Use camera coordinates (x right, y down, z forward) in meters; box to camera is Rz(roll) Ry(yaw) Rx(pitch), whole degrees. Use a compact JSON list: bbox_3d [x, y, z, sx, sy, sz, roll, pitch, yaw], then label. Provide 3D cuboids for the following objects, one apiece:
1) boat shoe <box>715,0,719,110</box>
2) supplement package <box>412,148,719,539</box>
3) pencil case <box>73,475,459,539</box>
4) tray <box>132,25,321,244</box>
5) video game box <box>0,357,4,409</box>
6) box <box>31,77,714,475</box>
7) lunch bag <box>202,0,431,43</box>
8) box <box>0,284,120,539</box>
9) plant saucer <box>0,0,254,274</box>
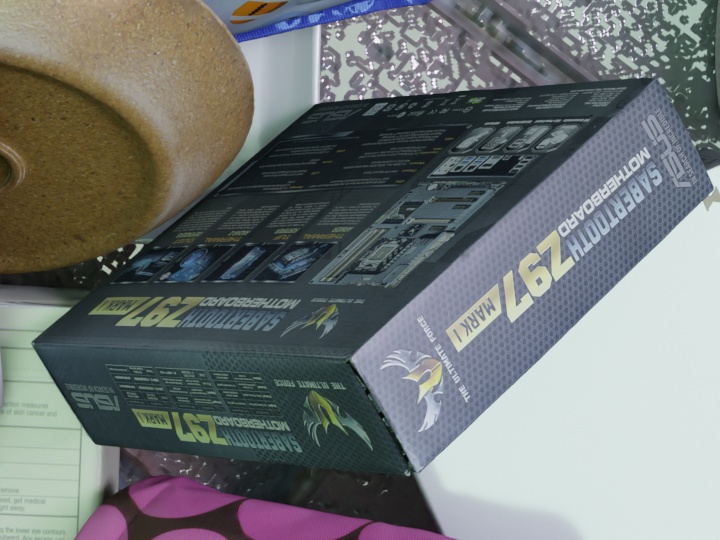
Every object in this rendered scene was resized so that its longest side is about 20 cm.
[{"bbox_3d":[0.180,-0.147,1.064,0.060,0.072,0.202,8,102,-14],"label":"boat shoe"},{"bbox_3d":[0.106,0.077,1.059,0.155,0.111,0.200,-24,93,1],"label":"supplement package"},{"bbox_3d":[-0.005,0.130,0.994,0.200,0.091,0.094,12,128,36],"label":"pencil case"},{"bbox_3d":[-0.115,-0.065,1.093,0.199,0.022,0.108,1,94,0],"label":"tray"},{"bbox_3d":[-0.213,-0.028,0.954,0.182,0.200,0.047,15,50,9],"label":"video game box"},{"bbox_3d":[0.000,0.000,0.974,0.158,0.200,0.051,-41,112,-29],"label":"box"},{"bbox_3d":[-0.084,-0.163,1.025,0.199,0.124,0.171,-13,82,4],"label":"lunch bag"},{"bbox_3d":[-0.139,0.106,1.075,0.095,0.078,0.201,4,93,0],"label":"box"},{"bbox_3d":[-0.137,-0.050,0.991,0.199,0.200,0.036,2,59,0],"label":"plant saucer"}]
